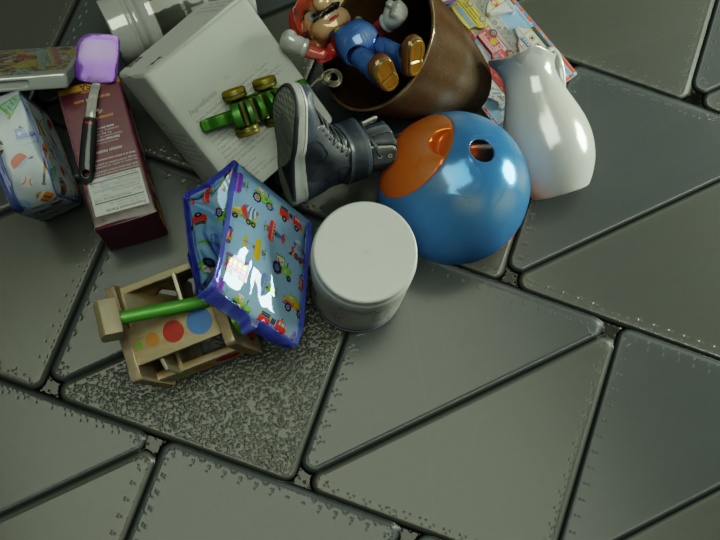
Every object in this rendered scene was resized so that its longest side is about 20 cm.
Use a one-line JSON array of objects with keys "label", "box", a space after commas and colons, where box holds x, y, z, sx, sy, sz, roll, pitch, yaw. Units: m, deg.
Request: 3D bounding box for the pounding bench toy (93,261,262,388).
[{"label": "pounding bench toy", "box": [-0.220, 0.056, 1.279, 0.156, 0.200, 0.124, -21, 77, 6]}]

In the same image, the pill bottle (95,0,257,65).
[{"label": "pill bottle", "box": [-0.255, -0.367, 1.442, 0.200, 0.114, 0.114, -26, 79, -9]}]

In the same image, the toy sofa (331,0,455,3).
[{"label": "toy sofa", "box": [0.046, -0.385, 1.480, 0.200, 0.083, 0.098, -27, 84, -9]}]

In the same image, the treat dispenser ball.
[{"label": "treat dispenser ball", "box": [0.121, -0.107, 1.354, 0.200, 0.201, 0.201, 1, 76, -3]}]

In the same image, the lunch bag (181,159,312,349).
[{"label": "lunch bag", "box": [-0.131, -0.005, 1.244, 0.094, 0.151, 0.200, -31, 44, 24]}]

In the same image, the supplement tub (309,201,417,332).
[{"label": "supplement tub", "box": [0.000, 0.000, 1.321, 0.132, 0.200, 0.132, 1, 76, -3]}]

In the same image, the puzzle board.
[{"label": "puzzle board", "box": [0.198, -0.323, 1.507, 0.151, 0.017, 0.200, -36, 81, -11]}]

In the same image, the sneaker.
[{"label": "sneaker", "box": [-0.028, -0.171, 1.253, 0.146, 0.202, 0.077, -19, 63, -12]}]

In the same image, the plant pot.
[{"label": "plant pot", "box": [0.084, -0.276, 1.390, 0.187, 0.200, 0.187, -12, 72, 40]}]

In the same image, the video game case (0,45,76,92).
[{"label": "video game case", "box": [-0.466, -0.268, 1.375, 0.182, 0.200, 0.023, -5, 112, -5]}]

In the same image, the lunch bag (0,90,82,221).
[{"label": "lunch bag", "box": [-0.428, -0.150, 1.336, 0.075, 0.200, 0.160, -22, 92, -7]}]

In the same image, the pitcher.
[{"label": "pitcher", "box": [0.262, -0.209, 1.431, 0.172, 0.121, 0.200, -25, 101, -51]}]

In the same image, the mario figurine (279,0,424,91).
[{"label": "mario figurine", "box": [-0.019, -0.298, 1.275, 0.200, 0.123, 0.106, 33, 113, 37]}]

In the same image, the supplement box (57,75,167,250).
[{"label": "supplement box", "box": [-0.330, -0.142, 1.383, 0.086, 0.110, 0.200, -17, 78, -7]}]

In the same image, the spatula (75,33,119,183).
[{"label": "spatula", "box": [-0.346, -0.209, 1.330, 0.056, 0.021, 0.200, 3, 77, -4]}]

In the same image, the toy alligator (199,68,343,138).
[{"label": "toy alligator", "box": [-0.100, -0.209, 1.265, 0.200, 0.054, 0.059, -24, 109, -19]}]

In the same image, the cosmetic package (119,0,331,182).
[{"label": "cosmetic package", "box": [-0.178, -0.226, 1.348, 0.165, 0.165, 0.200, -42, 114, -12]}]
